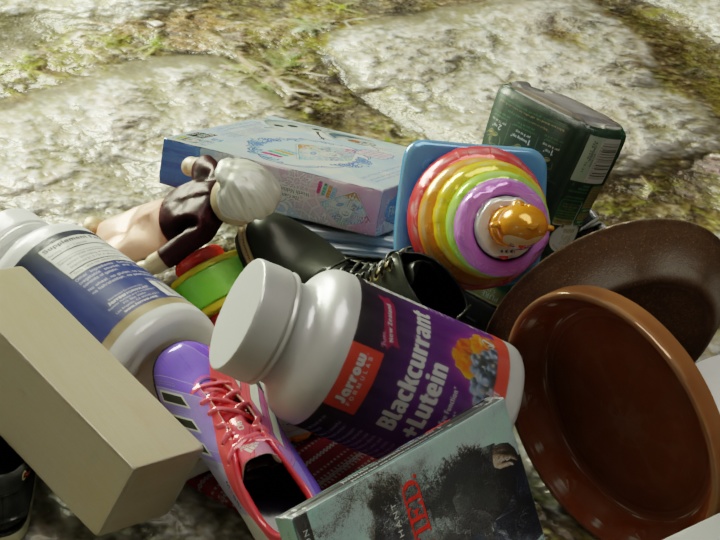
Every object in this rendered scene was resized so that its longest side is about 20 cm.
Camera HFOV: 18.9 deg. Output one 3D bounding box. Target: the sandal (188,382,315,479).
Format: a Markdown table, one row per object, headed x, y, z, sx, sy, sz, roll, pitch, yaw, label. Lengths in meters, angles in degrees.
| x | y | z | sx | sy | sz | roll | pitch | yaw | label |
| --- | --- | --- | --- | --- | --- | --- | --- | --- | --- |
| -0.087 | 0.093 | 1.552 | 0.206 | 0.059 | 0.079 | -24 | 43 | -33 | sandal |

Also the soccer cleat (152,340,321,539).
| x | y | z | sx | sy | sz | roll | pitch | yaw | label |
| --- | --- | --- | --- | --- | --- | --- | --- | --- | --- |
| -0.079 | 0.118 | 1.471 | 0.068 | 0.073 | 0.200 | -31 | 65 | -10 | soccer cleat |

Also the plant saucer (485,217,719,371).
| x | y | z | sx | sy | sz | roll | pitch | yaw | label |
| --- | --- | --- | --- | --- | --- | --- | --- | --- | --- |
| 0.188 | 0.045 | 1.589 | 0.200 | 0.201 | 0.037 | -7 | 48 | -21 | plant saucer |

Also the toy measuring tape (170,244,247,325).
| x | y | z | sx | sy | sz | roll | pitch | yaw | label |
| --- | --- | --- | --- | --- | --- | --- | --- | --- | --- |
| -0.084 | 0.004 | 1.705 | 0.200 | 0.074 | 0.074 | -21 | 43 | -36 | toy measuring tape |

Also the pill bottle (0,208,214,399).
| x | y | z | sx | sy | sz | roll | pitch | yaw | label |
| --- | --- | --- | --- | --- | --- | --- | --- | --- | --- |
| -0.208 | 0.033 | 1.607 | 0.111 | 0.111 | 0.200 | -24 | 44 | -38 | pill bottle |

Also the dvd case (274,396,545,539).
| x | y | z | sx | sy | sz | roll | pitch | yaw | label |
| --- | --- | --- | --- | --- | --- | --- | --- | --- | --- |
| 0.042 | 0.185 | 1.402 | 0.200 | 0.146 | 0.022 | -25 | 13 | -38 | dvd case |

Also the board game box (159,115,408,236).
| x | y | z | sx | sy | sz | roll | pitch | yaw | label |
| --- | --- | --- | --- | --- | --- | --- | --- | --- | --- |
| -0.033 | -0.082 | 1.805 | 0.199 | 0.043 | 0.200 | 13 | 14 | 22 | board game box |

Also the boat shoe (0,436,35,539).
| x | y | z | sx | sy | sz | roll | pitch | yaw | label |
| --- | --- | --- | --- | --- | --- | --- | --- | --- | --- |
| -0.260 | 0.109 | 1.530 | 0.074 | 0.063 | 0.201 | -1 | 33 | -9 | boat shoe |

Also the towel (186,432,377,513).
| x | y | z | sx | sy | sz | roll | pitch | yaw | label |
| --- | --- | --- | --- | --- | --- | --- | --- | --- | --- |
| -0.024 | 0.149 | 1.547 | 0.200 | 0.023 | 0.145 | 26 | 40 | 29 | towel |

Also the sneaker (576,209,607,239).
| x | y | z | sx | sy | sz | roll | pitch | yaw | label |
| --- | --- | --- | --- | --- | --- | --- | --- | --- | --- |
| 0.169 | -0.046 | 1.768 | 0.200 | 0.140 | 0.078 | 27 | 37 | 29 | sneaker |

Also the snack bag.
| x | y | z | sx | sy | sz | roll | pitch | yaw | label |
| --- | --- | --- | --- | --- | --- | --- | --- | --- | --- |
| -0.042 | -0.046 | 1.792 | 0.200 | 0.021 | 0.189 | 9 | 14 | 2 | snack bag |

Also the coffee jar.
| x | y | z | sx | sy | sz | roll | pitch | yaw | label |
| --- | --- | --- | --- | --- | --- | --- | --- | --- | --- |
| 0.126 | -0.040 | 1.705 | 0.104 | 0.200 | 0.085 | 30 | 17 | 31 | coffee jar |

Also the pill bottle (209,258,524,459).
| x | y | z | sx | sy | sz | roll | pitch | yaw | label |
| --- | --- | --- | --- | --- | --- | --- | --- | --- | --- |
| 0.003 | 0.066 | 1.488 | 0.200 | 0.112 | 0.112 | 23 | 29 | -19 | pill bottle |

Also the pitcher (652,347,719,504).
| x | y | z | sx | sy | sz | roll | pitch | yaw | label |
| --- | --- | --- | --- | --- | --- | --- | --- | --- | --- |
| 0.304 | 0.120 | 1.566 | 0.171 | 0.121 | 0.200 | 18 | 24 | 24 | pitcher |

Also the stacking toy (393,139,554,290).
| x | y | z | sx | sy | sz | roll | pitch | yaw | label |
| --- | --- | --- | --- | --- | --- | --- | --- | --- | --- |
| 0.099 | -0.034 | 1.553 | 0.116 | 0.110 | 0.200 | 4 | 4 | -11 | stacking toy |

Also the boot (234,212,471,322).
| x | y | z | sx | sy | sz | roll | pitch | yaw | label |
| --- | --- | --- | --- | --- | --- | --- | --- | --- | --- |
| 0.000 | 0.000 | 1.613 | 0.200 | 0.138 | 0.077 | 41 | 56 | 12 | boot |

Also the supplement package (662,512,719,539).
| x | y | z | sx | sy | sz | roll | pitch | yaw | label |
| --- | --- | --- | --- | --- | --- | --- | --- | --- | --- |
| 0.286 | 0.221 | 1.409 | 0.200 | 0.117 | 0.117 | -18 | 41 | -34 | supplement package |

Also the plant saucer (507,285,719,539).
| x | y | z | sx | sy | sz | roll | pitch | yaw | label |
| --- | --- | --- | --- | --- | --- | --- | --- | --- | --- |
| 0.179 | 0.103 | 1.489 | 0.032 | 0.201 | 0.200 | -25 | 45 | -32 | plant saucer |

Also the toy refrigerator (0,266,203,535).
| x | y | z | sx | sy | sz | roll | pitch | yaw | label |
| --- | --- | --- | --- | --- | --- | --- | --- | --- | --- |
| -0.208 | 0.089 | 1.481 | 0.200 | 0.070 | 0.076 | 41 | 28 | 23 | toy refrigerator |

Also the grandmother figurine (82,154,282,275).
| x | y | z | sx | sy | sz | roll | pitch | yaw | label |
| --- | --- | --- | --- | --- | --- | --- | --- | --- | --- |
| -0.138 | -0.041 | 1.670 | 0.061 | 0.200 | 0.121 | 33 | 54 | -36 | grandmother figurine |
